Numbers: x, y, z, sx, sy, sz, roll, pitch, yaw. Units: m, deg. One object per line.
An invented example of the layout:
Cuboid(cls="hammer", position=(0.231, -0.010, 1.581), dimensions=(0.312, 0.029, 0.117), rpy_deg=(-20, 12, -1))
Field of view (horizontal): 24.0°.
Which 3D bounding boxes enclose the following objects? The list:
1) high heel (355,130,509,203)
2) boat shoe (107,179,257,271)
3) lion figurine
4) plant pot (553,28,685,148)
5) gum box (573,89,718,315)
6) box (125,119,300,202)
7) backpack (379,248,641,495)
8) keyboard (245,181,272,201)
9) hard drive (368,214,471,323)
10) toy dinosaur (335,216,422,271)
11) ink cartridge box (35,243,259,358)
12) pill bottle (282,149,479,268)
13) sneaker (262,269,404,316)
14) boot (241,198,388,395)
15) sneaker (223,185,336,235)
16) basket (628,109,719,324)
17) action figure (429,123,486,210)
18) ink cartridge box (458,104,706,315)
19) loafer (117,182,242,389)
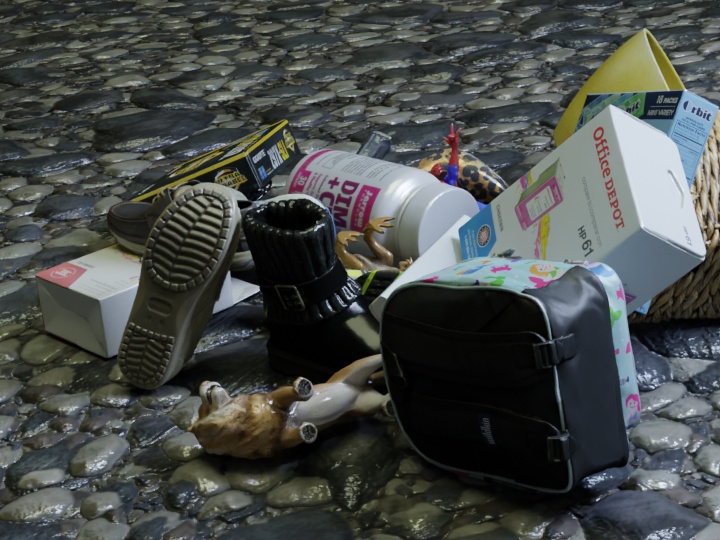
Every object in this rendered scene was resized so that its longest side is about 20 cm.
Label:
Cuboid(cls="high heel", position=(0.062, -0.077, 1.916), dimensions=(0.200, 0.071, 0.143), rpy_deg=(19, 53, 22))
Cuboid(cls="boat shoe", position=(-0.169, -0.055, 1.681), dimensions=(0.200, 0.073, 0.074), rpy_deg=(10, 27, 31))
Cuboid(cls="lion figurine", position=(-0.037, 0.112, 1.421), dimensions=(0.200, 0.073, 0.122), rpy_deg=(-7, -9, -31))
Cuboid(cls="plant pot", position=(0.296, -0.142, 1.849), dimensions=(0.142, 0.200, 0.200), rpy_deg=(-28, 16, 16))
Cuboid(cls="gum box", position=(0.235, -0.066, 1.569), dimensions=(0.044, 0.200, 0.170), rpy_deg=(23, -5, -23))
Cuboid(cls="box", position=(-0.166, -0.107, 1.935), dimensions=(0.159, 0.049, 0.200), rpy_deg=(-20, 10, 16))
Cuboid(cls="backpack", position=(0.115, 0.074, 1.333), dimensions=(0.200, 0.178, 0.150), rpy_deg=(1, 17, 43))
Cuboid(cls="keyboard", position=(-0.170, -0.059, 1.952), dimensions=(0.104, 0.040, 0.200), rpy_deg=(-19, 11, 38))
Cuboid(cls="hard drive", position=(0.097, 0.037, 1.517), dimensions=(0.027, 0.132, 0.200), rpy_deg=(-44, -1, 34))
Cuboid(cls="toy dinosaur", position=(0.000, 0.000, 1.683), dimensions=(0.200, 0.106, 0.060), rpy_deg=(15, 41, 31))
Cuboid(cls="ink cartridge box", position=(-0.211, 0.013, 1.714), dimensions=(0.200, 0.068, 0.116), rpy_deg=(-23, 28, -38))
Cuboid(cls="pill bottle", position=(0.022, -0.057, 1.767), dimensions=(0.113, 0.114, 0.200), rpy_deg=(-24, 28, -39))
Cuboid(cls="sneaker", position=(-0.008, 0.035, 1.631), dimensions=(0.200, 0.076, 0.076), rpy_deg=(7, -6, 36))
Cuboid(cls="boot", position=(-0.013, 0.023, 1.514), dimensions=(0.211, 0.158, 0.079), rpy_deg=(8, 26, 32))
Cuboid(cls="sneaker", position=(-0.118, -0.039, 1.762), dimensions=(0.200, 0.077, 0.085), rpy_deg=(7, 18, 33))
Cuboid(cls="basket", position=(0.283, -0.060, 1.595), dimensions=(0.149, 0.143, 0.200), rpy_deg=(-3, 42, -1))
Cuboid(cls="action figure", position=(0.113, -0.087, 1.813), dimensions=(0.065, 0.099, 0.200), rpy_deg=(-18, 30, -33))
Cuboid(cls="ink cartridge box", position=(0.188, -0.025, 1.470), dimensions=(0.085, 0.200, 0.145), rpy_deg=(25, 41, -34))
Cuboid(cls="loafer", position=(-0.165, 0.012, 1.562), dimensions=(0.076, 0.200, 0.068), rpy_deg=(27, 9, 12))
